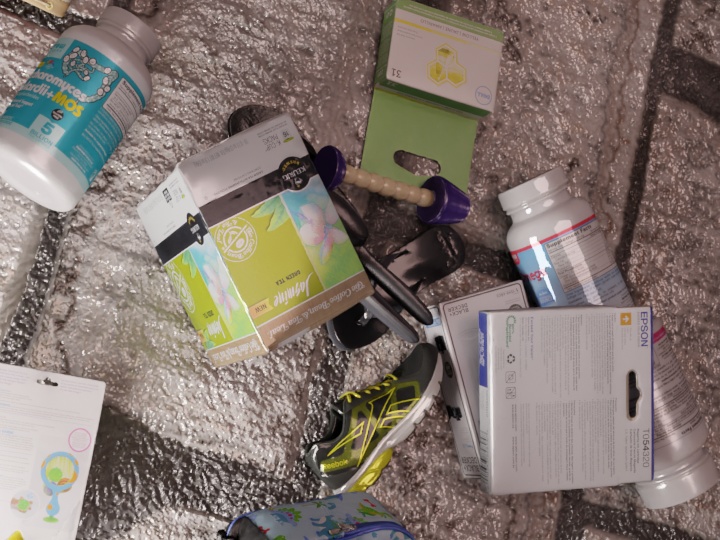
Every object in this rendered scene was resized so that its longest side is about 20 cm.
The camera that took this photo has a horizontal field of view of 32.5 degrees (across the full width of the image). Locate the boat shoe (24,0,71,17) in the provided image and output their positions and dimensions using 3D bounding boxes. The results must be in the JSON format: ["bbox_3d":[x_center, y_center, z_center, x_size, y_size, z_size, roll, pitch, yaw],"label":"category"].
[{"bbox_3d":[-0.386,-0.305,1.251,0.197,0.074,0.070,12,108,-18],"label":"boat shoe"}]

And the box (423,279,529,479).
[{"bbox_3d":[0.150,0.124,1.403,0.115,0.060,0.203,-15,87,-22],"label":"box"}]

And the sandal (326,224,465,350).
[{"bbox_3d":[0.039,0.012,1.386,0.200,0.043,0.076,-40,97,-22],"label":"sandal"}]

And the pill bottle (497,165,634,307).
[{"bbox_3d":[0.236,-0.013,1.432,0.108,0.109,0.202,-25,91,-23],"label":"pill bottle"}]

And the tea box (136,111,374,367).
[{"bbox_3d":[-0.111,-0.023,1.247,0.133,0.200,0.199,-28,92,-23],"label":"tea box"}]

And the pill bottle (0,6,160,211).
[{"bbox_3d":[-0.284,-0.169,1.249,0.110,0.111,0.202,35,71,-13],"label":"pill bottle"}]

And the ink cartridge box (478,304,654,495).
[{"bbox_3d":[0.226,0.139,1.355,0.197,0.043,0.200,-1,92,-18],"label":"ink cartridge box"}]

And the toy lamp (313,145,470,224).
[{"bbox_3d":[0.040,-0.091,1.377,0.198,0.058,0.059,12,77,-37],"label":"toy lamp"}]

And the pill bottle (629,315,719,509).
[{"bbox_3d":[0.336,0.166,1.442,0.112,0.113,0.202,-24,91,-23],"label":"pill bottle"}]

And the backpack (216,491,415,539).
[{"bbox_3d":[-0.029,0.330,1.242,0.198,0.146,0.186,-10,113,-32],"label":"backpack"}]

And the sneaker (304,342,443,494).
[{"bbox_3d":[0.016,0.152,1.338,0.084,0.074,0.201,39,70,-11],"label":"sneaker"}]

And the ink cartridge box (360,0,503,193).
[{"bbox_3d":[0.084,-0.199,1.435,0.143,0.048,0.203,14,75,-20],"label":"ink cartridge box"}]

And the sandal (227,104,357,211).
[{"bbox_3d":[-0.064,-0.107,1.360,0.201,0.048,0.075,48,69,-10],"label":"sandal"}]

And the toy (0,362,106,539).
[{"bbox_3d":[-0.328,0.200,1.211,0.114,0.047,0.203,13,81,-23],"label":"toy"}]

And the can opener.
[{"bbox_3d":[0.000,0.000,1.328,0.063,0.079,0.201,-41,99,-11],"label":"can opener"}]
